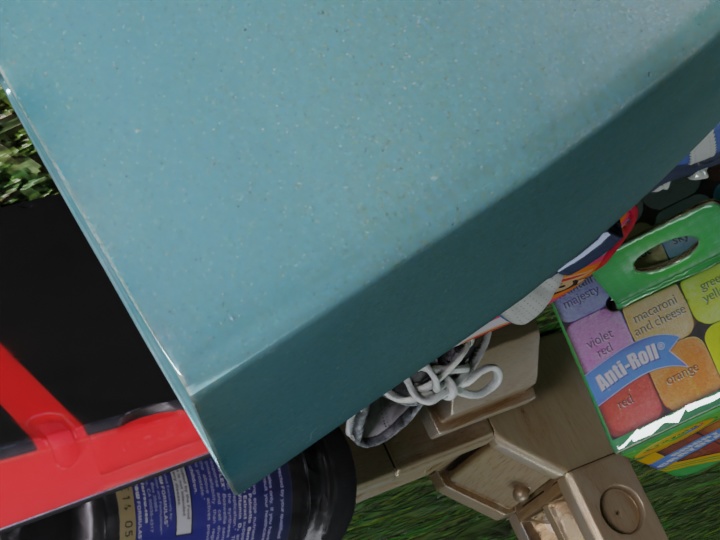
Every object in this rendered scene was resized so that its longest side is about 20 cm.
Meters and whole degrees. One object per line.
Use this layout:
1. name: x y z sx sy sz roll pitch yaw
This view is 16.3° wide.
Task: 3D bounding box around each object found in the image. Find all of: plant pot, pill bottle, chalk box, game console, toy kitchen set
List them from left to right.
1. game console: -0.127 0.031 0.765 0.176 0.031 0.200 -15 -156 -23
2. pill bottle: -0.094 0.104 1.141 0.112 0.112 0.200 -31 163 34
3. plant pot: 0.014 -0.062 0.647 0.199 0.142 0.141 -30 167 -6
4. toy kitchen set: 0.074 0.130 1.344 0.199 0.181 0.163 -18 165 -33
5. chalk box: 0.156 0.009 1.140 0.124 0.124 0.200 -26 166 13

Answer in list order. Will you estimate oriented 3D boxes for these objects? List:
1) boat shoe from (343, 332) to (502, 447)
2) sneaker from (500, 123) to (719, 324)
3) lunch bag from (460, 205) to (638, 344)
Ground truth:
1. boat shoe: 0.026 0.031 1.137 0.073 0.068 0.199 -14 164 -28
2. sneaker: 0.088 -0.048 0.844 0.199 0.081 0.147 -2 137 -32
3. lunch bag: 0.000 0.000 0.959 0.199 0.082 0.176 -20 166 -9
